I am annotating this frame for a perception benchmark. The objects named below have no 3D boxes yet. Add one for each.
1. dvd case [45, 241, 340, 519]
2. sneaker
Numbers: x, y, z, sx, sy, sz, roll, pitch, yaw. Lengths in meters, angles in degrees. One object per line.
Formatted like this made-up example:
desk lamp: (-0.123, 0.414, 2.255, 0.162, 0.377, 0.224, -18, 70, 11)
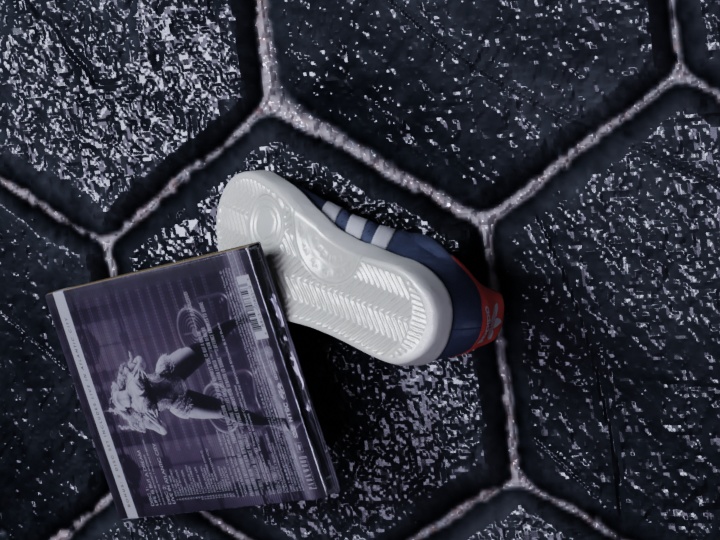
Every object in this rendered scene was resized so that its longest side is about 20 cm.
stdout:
dvd case: (-0.102, 0.070, 1.360, 0.199, 0.016, 0.150, -12, 98, 47)
sneaker: (0.000, 0.000, 1.305, 0.200, 0.084, 0.075, 33, 115, 41)
